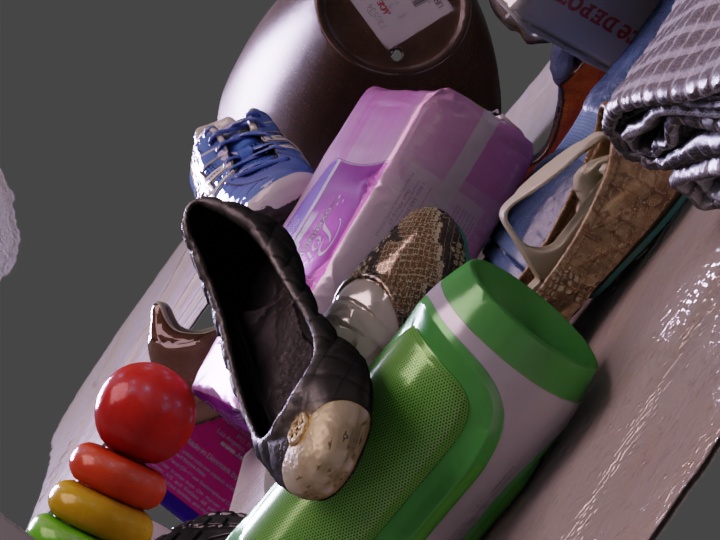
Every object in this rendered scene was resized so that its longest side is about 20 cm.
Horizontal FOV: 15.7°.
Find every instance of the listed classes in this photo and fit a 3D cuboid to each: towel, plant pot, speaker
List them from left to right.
[{"bbox_3d":[0.009,-0.123,1.604,0.187,0.186,0.200,-56,-6,-20],"label":"plant pot"},{"bbox_3d":[0.015,0.094,1.148,0.200,0.088,0.088,-51,8,14],"label":"speaker"},{"bbox_3d":[0.132,-0.068,1.305,0.200,0.048,0.112,-52,8,5],"label":"towel"},{"bbox_3d":[0.187,-0.116,1.056,0.166,0.085,0.200,-56,8,-13],"label":"towel"}]

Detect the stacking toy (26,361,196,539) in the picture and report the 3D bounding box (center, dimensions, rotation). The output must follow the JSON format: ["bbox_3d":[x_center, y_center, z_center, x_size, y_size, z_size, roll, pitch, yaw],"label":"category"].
[{"bbox_3d":[-0.141,0.144,1.368,0.201,0.085,0.085,-65,8,-3],"label":"stacking toy"}]

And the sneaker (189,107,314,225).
[{"bbox_3d":[-0.066,-0.048,1.481,0.075,0.077,0.200,-24,6,-11],"label":"sneaker"}]

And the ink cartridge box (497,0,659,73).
[{"bbox_3d":[0.159,-0.207,1.362,0.200,0.145,0.088,-53,50,14],"label":"ink cartridge box"}]

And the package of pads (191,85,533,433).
[{"bbox_3d":[0.000,0.000,1.339,0.201,0.075,0.120,-59,16,-6],"label":"package of pads"}]

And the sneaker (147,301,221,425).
[{"bbox_3d":[-0.025,0.021,1.455,0.199,0.076,0.070,-22,-2,1],"label":"sneaker"}]

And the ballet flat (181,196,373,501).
[{"bbox_3d":[-0.042,0.035,1.145,0.067,0.057,0.200,-49,32,14],"label":"ballet flat"}]

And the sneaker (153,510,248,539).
[{"bbox_3d":[-0.088,0.207,1.213,0.075,0.088,0.201,-9,40,36],"label":"sneaker"}]

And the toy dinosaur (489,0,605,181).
[{"bbox_3d":[0.129,-0.132,1.494,0.200,0.104,0.183,12,83,70],"label":"toy dinosaur"}]

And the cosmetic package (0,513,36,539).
[{"bbox_3d":[-0.120,0.193,1.080,0.113,0.200,0.081,-52,8,-14],"label":"cosmetic package"}]

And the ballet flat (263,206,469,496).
[{"bbox_3d":[-0.004,0.067,1.208,0.068,0.075,0.201,35,118,42],"label":"ballet flat"}]

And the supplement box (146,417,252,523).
[{"bbox_3d":[-0.041,0.066,1.547,0.200,0.103,0.101,-51,7,1],"label":"supplement box"}]

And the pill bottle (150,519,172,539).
[{"bbox_3d":[-0.164,0.240,1.464,0.201,0.112,0.112,-57,9,-24],"label":"pill bottle"}]

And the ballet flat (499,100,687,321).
[{"bbox_3d":[0.081,0.004,1.224,0.200,0.065,0.071,-54,9,-3],"label":"ballet flat"}]

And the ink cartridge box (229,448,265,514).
[{"bbox_3d":[-0.025,0.144,1.376,0.162,0.050,0.201,-45,25,43],"label":"ink cartridge box"}]
